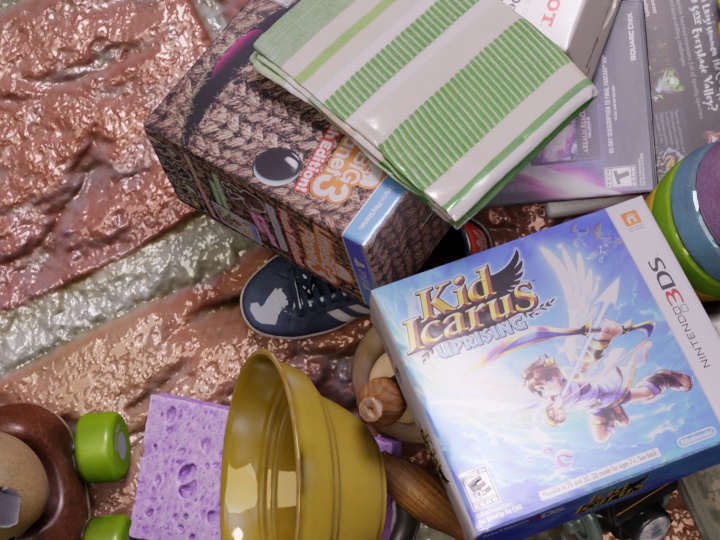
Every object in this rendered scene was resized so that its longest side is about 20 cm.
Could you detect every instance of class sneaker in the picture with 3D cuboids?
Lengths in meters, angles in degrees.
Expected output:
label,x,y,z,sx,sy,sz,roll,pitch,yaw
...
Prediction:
label,x,y,z,sx,sy,sz,roll,pitch,yaw
sneaker,0.000,0.000,1.132,0.199,0.085,0.075,-18,86,6

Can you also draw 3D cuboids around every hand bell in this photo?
label,x,y,z,sx,sy,sz,roll,pitch,yaw
hand bell,0.026,0.083,1.063,0.104,0.200,0.105,0,92,11
hand bell,0.090,0.198,1.083,0.200,0.104,0.104,37,92,-3

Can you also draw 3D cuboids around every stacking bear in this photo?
label,x,y,z,sx,sy,sz,roll,pitch,yaw
stacking bear,0.245,-0.027,1.059,0.113,0.200,0.122,-18,79,-31

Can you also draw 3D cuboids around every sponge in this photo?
label,x,y,z,sx,sy,sz,roll,pitch,yaw
sponge,-0.072,0.165,1.139,0.199,0.030,0.112,9,89,18

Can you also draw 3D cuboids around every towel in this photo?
label,x,y,z,sx,sy,sz,roll,pitch,yaw
towel,0.042,-0.134,1.017,0.152,0.023,0.200,-43,67,-15

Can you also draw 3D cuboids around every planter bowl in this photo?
label,x,y,z,sx,sy,sz,roll,pitch,yaw
planter bowl,-0.034,0.156,1.047,0.083,0.200,0.202,3,88,-20

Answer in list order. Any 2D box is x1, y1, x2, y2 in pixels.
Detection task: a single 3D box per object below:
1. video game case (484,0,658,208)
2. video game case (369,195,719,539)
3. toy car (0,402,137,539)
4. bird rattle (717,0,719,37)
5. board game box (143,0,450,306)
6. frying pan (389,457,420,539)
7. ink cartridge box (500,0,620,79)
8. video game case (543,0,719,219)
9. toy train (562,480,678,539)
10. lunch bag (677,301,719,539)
label,x,y,z,sx,sy,sz,roll,pitch,yaw
video game case,0.117,-0.121,1.136,0.199,0.019,0.144,-5,88,13
video game case,0.129,0.063,0.975,0.199,0.046,0.182,-19,61,-8
toy car,-0.269,0.179,1.099,0.163,0.200,0.159,-6,87,7
bird rattle,0.351,-0.142,1.082,0.163,0.113,0.201,-25,92,-22
board game box,-0.023,-0.093,1.081,0.199,0.097,0.160,28,70,24
frying pan,-0.041,0.162,1.162,0.190,0.031,0.115,33,91,4
ink cartridge box,0.089,-0.229,1.102,0.199,0.084,0.147,17,80,20
video game case,0.212,-0.153,1.145,0.181,0.023,0.201,-11,86,7
toy train,0.148,0.105,1.065,0.085,0.114,0.200,-26,45,-14
lunch bag,0.295,0.114,1.075,0.163,0.118,0.201,-26,90,5
